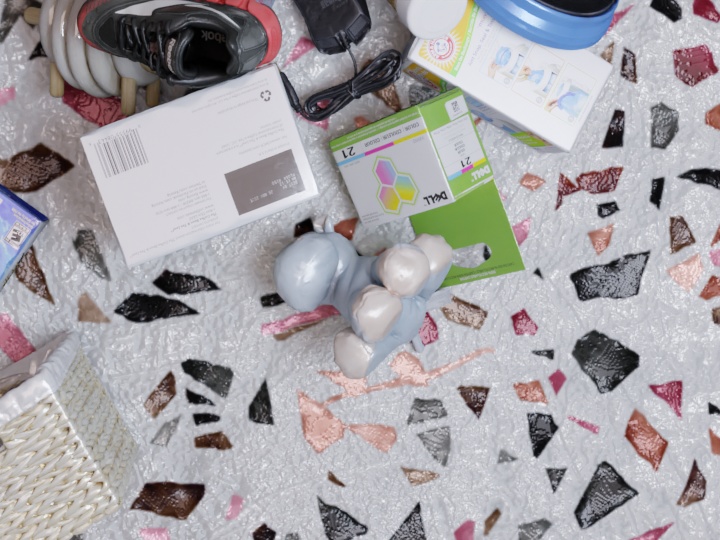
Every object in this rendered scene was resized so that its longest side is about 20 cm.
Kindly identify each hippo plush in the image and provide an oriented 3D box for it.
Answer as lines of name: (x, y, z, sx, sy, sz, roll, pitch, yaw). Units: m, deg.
hippo plush: (0.000, 0.000, 1.112, 0.160, 0.199, 0.161, 36, 113, 18)

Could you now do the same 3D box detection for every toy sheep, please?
toy sheep: (-0.263, -0.239, 1.073, 0.197, 0.138, 0.140, 14, 95, 15)

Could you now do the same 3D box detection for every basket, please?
basket: (-0.347, 0.193, 1.071, 0.196, 0.200, 0.162, -32, 100, -2)

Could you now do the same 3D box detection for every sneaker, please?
sneaker: (-0.175, -0.212, 0.949, 0.197, 0.098, 0.072, 9, 124, 12)

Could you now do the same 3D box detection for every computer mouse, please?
computer mouse: (-0.049, -0.264, 1.137, 0.139, 0.046, 0.202, -31, 91, 20)

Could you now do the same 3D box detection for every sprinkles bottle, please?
sprinkles bottle: (0.033, -0.314, 1.065, 0.067, 0.201, 0.069, -19, 139, -17)

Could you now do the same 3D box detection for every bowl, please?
bowl: (0.183, -0.316, 1.090, 0.197, 0.039, 0.203, 15, 51, -19)

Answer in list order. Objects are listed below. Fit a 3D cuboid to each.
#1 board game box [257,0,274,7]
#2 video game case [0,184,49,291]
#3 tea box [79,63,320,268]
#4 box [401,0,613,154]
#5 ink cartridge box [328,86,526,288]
board game box: (-0.186, -0.312, 1.023, 0.197, 0.200, 0.042, 26, 92, -1)
video game case: (-0.465, -0.037, 1.111, 0.199, 0.045, 0.182, 36, 92, -9)
tea box: (-0.156, -0.105, 1.060, 0.197, 0.197, 0.136, -20, 97, -5)
box: (0.149, -0.218, 1.124, 0.198, 0.112, 0.103, 29, 92, -8)
ink cartridge box: (0.071, -0.071, 1.108, 0.075, 0.147, 0.203, -28, 99, -40)
